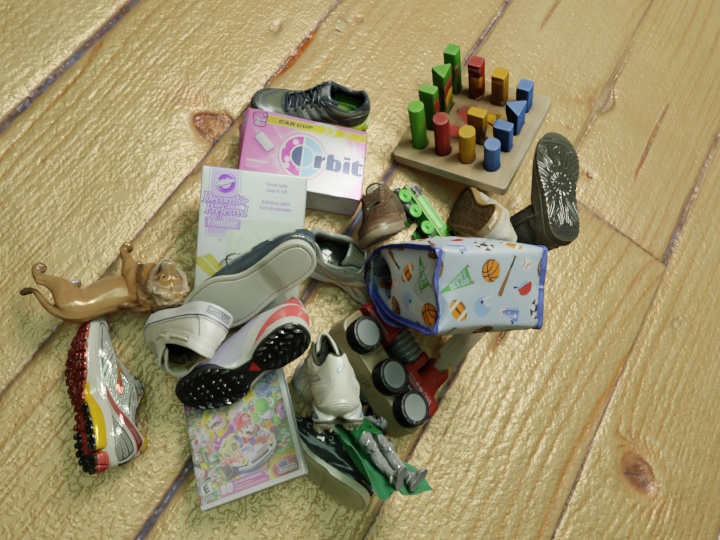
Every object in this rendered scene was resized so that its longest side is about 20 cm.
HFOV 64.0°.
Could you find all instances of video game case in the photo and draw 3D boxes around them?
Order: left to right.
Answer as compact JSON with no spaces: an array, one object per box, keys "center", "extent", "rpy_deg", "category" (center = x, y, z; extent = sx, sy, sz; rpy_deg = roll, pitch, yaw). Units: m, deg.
[{"center":[-0.157,0.182,0.740],"extent":[0.140,0.018,0.204],"rpy_deg":[-21,67,6],"category":"video game case"}]

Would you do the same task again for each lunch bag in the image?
[{"center":[0.114,0.017,0.751],"extent":[0.166,0.199,0.127],"rpy_deg":[1,97,-25],"category":"lunch bag"}]

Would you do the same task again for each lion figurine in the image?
[{"center":[-0.324,0.029,0.736],"extent":[0.196,0.073,0.123],"rpy_deg":[-22,49,-19],"category":"lion figurine"}]

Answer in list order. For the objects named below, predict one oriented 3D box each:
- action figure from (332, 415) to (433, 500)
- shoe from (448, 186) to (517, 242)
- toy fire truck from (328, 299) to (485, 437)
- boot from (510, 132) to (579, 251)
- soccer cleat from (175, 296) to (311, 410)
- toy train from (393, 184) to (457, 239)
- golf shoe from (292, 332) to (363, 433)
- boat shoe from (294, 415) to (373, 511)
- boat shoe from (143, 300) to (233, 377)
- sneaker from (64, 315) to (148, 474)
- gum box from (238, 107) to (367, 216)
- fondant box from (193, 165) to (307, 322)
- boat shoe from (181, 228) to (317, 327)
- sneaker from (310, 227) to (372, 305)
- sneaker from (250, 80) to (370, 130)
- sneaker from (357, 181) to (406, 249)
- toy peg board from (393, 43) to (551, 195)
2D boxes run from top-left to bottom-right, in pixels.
[{"center":[0.001,0.209,0.746],"extent":[0.117,0.199,0.055],"rpy_deg":[27,95,-45],"category":"action figure"},{"center":[0.179,-0.076,0.859],"extent":[0.053,0.200,0.071],"rpy_deg":[29,102,-13],"category":"shoe"},{"center":[0.076,0.108,0.822],"extent":[0.199,0.128,0.178],"rpy_deg":[-32,88,-39],"category":"toy fire truck"},{"center":[0.243,-0.080,0.861],"extent":[0.071,0.200,0.186],"rpy_deg":[12,70,-8],"category":"boot"},{"center":[-0.147,0.106,0.729],"extent":[0.198,0.074,0.069],"rpy_deg":[-33,121,12],"category":"soccer cleat"},{"center":[0.121,-0.054,0.912],"extent":[0.056,0.042,0.202],"rpy_deg":[-30,82,-29],"category":"toy train"},{"center":[-0.040,0.123,0.723],"extent":[0.076,0.200,0.100],"rpy_deg":[-3,97,-18],"category":"golf shoe"},{"center":[-0.059,0.231,0.769],"extent":[0.197,0.075,0.066],"rpy_deg":[31,44,12],"category":"boat shoe"},{"center":[-0.223,0.093,0.704],"extent":[0.070,0.198,0.071],"rpy_deg":[35,58,-30],"category":"boat shoe"},{"center":[-0.323,0.151,0.735],"extent":[0.081,0.077,0.204],"rpy_deg":[4,61,-46],"category":"sneaker"},{"center":[-0.093,-0.163,0.877],"extent":[0.195,0.066,0.116],"rpy_deg":[9,73,-10],"category":"gum box"},{"center":[-0.153,-0.033,0.796],"extent":[0.141,0.058,0.206],"rpy_deg":[4,92,-12],"category":"fondant box"},{"center":[-0.141,0.008,0.735],"extent":[0.198,0.062,0.075],"rpy_deg":[-33,114,16],"category":"boat shoe"},{"center":[0.000,0.000,0.837],"extent":[0.196,0.092,0.077],"rpy_deg":[21,71,-6],"category":"sneaker"},{"center":[-0.073,-0.265,0.905],"extent":[0.195,0.081,0.076],"rpy_deg":[-2,73,-14],"category":"sneaker"},{"center":[0.021,-0.083,0.821],"extent":[0.069,0.200,0.077],"rpy_deg":[-26,96,11],"category":"sneaker"},{"center":[0.175,-0.250,0.907],"extent":[0.196,0.098,0.202],"rpy_deg":[22,66,24],"category":"toy peg board"}]
